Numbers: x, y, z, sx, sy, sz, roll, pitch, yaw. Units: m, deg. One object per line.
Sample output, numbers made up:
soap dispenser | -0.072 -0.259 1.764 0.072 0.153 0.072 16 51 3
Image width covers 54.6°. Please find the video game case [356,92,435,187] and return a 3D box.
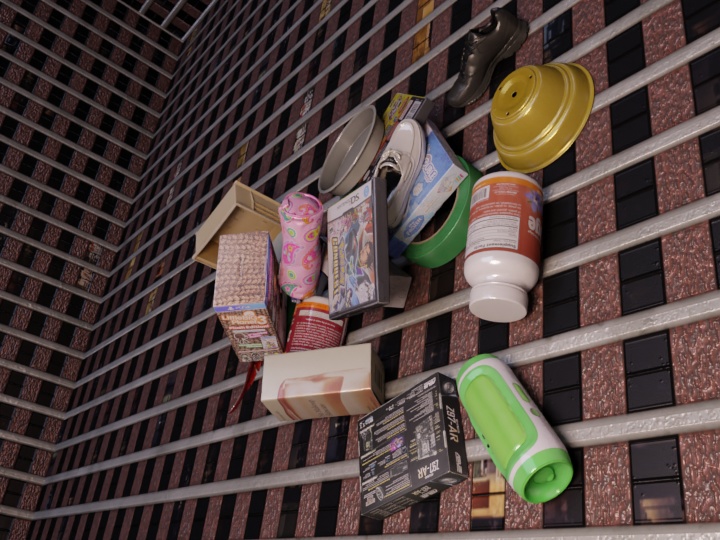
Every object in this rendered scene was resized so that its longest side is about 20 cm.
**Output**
video game case | 0.053 -0.247 1.348 0.202 0.025 0.181 -58 22 6

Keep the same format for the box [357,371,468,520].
box | 0.074 0.275 1.087 0.199 0.043 0.163 -39 39 35

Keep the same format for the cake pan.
cake pan | -0.017 -0.235 1.401 0.201 0.036 0.203 -47 26 31

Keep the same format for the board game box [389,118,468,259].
board game box | 0.090 -0.159 1.283 0.200 0.043 0.202 -50 33 21

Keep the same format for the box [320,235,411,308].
box | 0.000 0.000 1.320 0.200 0.114 0.062 42 121 56

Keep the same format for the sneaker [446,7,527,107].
sneaker | 0.219 -0.402 1.308 0.201 0.090 0.076 -53 35 19

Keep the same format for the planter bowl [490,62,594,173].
planter bowl | 0.273 -0.269 1.139 0.199 0.082 0.204 -36 41 38

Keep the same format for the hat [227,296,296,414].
hat | -0.203 0.146 1.422 0.165 0.174 0.203 -42 68 36

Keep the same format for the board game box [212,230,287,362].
board game box | -0.205 0.053 1.339 0.094 0.202 0.162 -5 53 3

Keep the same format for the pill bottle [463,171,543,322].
pill bottle | 0.212 -0.034 1.037 0.111 0.111 0.205 -20 53 48

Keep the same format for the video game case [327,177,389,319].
video game case | -0.007 -0.031 1.172 0.180 0.025 0.205 -23 65 60

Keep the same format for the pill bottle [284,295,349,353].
pill bottle | -0.092 0.162 1.351 0.112 0.112 0.204 -16 55 50

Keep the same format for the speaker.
speaker | 0.197 0.202 0.918 0.089 0.087 0.201 -52 33 17

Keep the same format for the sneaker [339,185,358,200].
sneaker | 0.012 -0.165 1.485 0.199 0.076 0.094 15 96 62

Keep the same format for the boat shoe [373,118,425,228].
boat shoe | 0.058 -0.177 1.214 0.071 0.066 0.204 16 81 28

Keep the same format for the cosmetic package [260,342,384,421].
cosmetic package | -0.062 0.196 1.206 0.195 0.104 0.089 -9 56 15

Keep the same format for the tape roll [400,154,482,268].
tape roll | 0.140 -0.107 1.256 0.199 0.048 0.204 -37 39 37

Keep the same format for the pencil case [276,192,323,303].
pencil case | -0.113 -0.041 1.300 0.088 0.085 0.203 -108 19 -49

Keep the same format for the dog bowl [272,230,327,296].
dog bowl | -0.151 -0.001 1.587 0.199 0.078 0.204 -35 42 38

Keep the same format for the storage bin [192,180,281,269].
storage bin | -0.281 -0.086 1.729 0.200 0.196 0.095 -45 37 27
